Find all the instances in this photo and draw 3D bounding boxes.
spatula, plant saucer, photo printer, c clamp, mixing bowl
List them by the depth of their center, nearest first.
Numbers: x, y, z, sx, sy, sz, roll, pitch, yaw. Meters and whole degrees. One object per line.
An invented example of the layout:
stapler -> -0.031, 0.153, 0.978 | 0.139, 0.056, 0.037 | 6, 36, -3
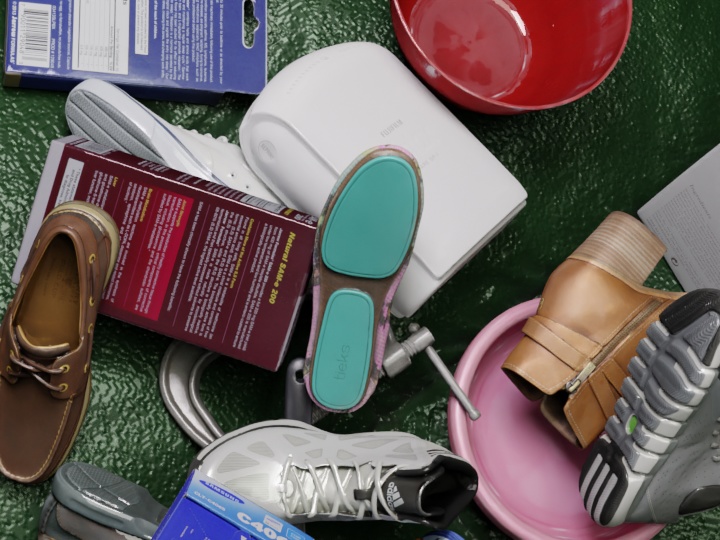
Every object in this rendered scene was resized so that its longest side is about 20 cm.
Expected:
spatula -> -0.045, 0.162, 1.278 | 0.056, 0.021, 0.201 | 0, 89, -13
c clamp -> -0.039, 0.079, 1.313 | 0.199, 0.027, 0.171 | -28, 78, -9
photo printer -> 0.013, -0.079, 1.354 | 0.200, 0.069, 0.166 | 46, 41, 4
plant saucer -> 0.157, 0.121, 1.370 | 0.199, 0.051, 0.202 | 5, 71, -15
mixing bowl -> 0.102, -0.202, 1.427 | 0.199, 0.108, 0.201 | 5, 71, -16

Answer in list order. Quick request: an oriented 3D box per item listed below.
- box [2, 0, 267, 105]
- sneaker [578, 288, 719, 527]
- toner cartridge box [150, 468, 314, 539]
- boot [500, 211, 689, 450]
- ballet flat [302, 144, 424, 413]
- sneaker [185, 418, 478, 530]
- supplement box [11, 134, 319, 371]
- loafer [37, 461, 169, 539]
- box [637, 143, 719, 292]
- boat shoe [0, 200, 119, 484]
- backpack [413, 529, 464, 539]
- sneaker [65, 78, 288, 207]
box -> -0.171, -0.192, 1.381 | 0.199, 0.032, 0.122 | 4, 72, -14
sneaker -> 0.245, 0.103, 1.295 | 0.115, 0.201, 0.075 | 12, 31, -27
toner cartridge box -> -0.120, 0.239, 1.186 | 0.095, 0.043, 0.201 | 31, 107, -6
boot -> 0.213, 0.073, 1.338 | 0.200, 0.077, 0.156 | 42, 72, -12
ballet flat -> 0.000, 0.000, 1.252 | 0.069, 0.071, 0.201 | 11, 111, 0
sneaker -> -0.010, 0.138, 1.217 | 0.199, 0.115, 0.076 | -1, 88, -28
supplement box -> -0.133, -0.014, 1.276 | 0.199, 0.061, 0.109 | 19, 99, 2
loafer -> -0.130, 0.203, 1.243 | 0.199, 0.072, 0.063 | 29, 107, 5
box -> 0.336, -0.065, 1.404 | 0.152, 0.200, 0.107 | -28, 82, -22
boat shoe -> -0.217, 0.053, 1.228 | 0.072, 0.068, 0.201 | 15, 100, 2
backpack -> 0.056, 0.273, 1.220 | 0.153, 0.200, 0.191 | -18, 74, -28
sneaker -> -0.130, -0.075, 1.345 | 0.200, 0.073, 0.071 | 41, 42, -2
